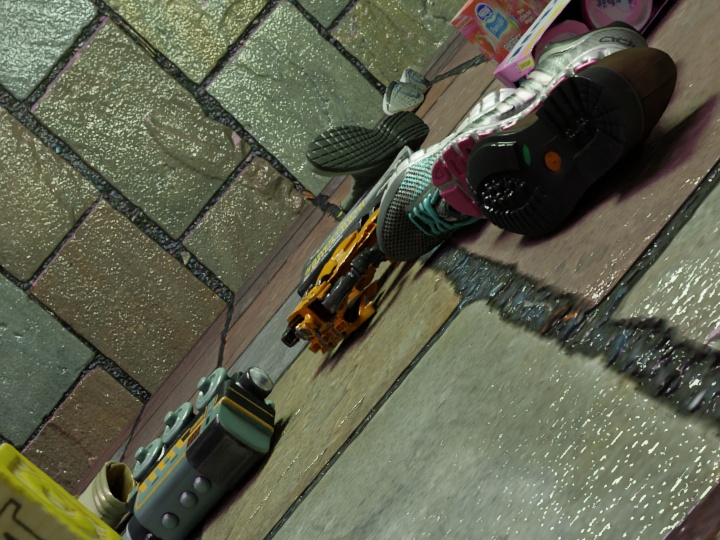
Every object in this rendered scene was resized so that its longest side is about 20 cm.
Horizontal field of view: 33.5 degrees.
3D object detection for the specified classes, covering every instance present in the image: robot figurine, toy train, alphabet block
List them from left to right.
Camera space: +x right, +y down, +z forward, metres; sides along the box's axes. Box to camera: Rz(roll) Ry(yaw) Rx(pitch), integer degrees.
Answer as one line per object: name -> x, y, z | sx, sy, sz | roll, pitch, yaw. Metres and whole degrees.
alphabet block -> -0.407, 0.343, 1.371 | 0.201, 0.196, 0.195 | -50, 9, -8
toy train -> -0.151, 0.178, 1.114 | 0.200, 0.085, 0.114 | -47, 17, 21
robot figurine -> 0.000, 0.000, 1.156 | 0.201, 0.058, 0.145 | -55, 8, -36

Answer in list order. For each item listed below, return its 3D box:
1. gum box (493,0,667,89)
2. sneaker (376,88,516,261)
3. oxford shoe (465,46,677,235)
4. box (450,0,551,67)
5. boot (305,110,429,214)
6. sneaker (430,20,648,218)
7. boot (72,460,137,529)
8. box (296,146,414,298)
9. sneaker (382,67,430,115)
gum box -> 0.199, -0.217, 0.991 | 0.201, 0.066, 0.113 | -51, 6, -4
sneaker -> 0.072, -0.065, 0.998 | 0.200, 0.077, 0.092 | -46, 11, 38
oxford shoe -> 0.133, -0.078, 0.752 | 0.084, 0.073, 0.200 | -34, 1, -27
box -> 0.202, -0.340, 1.497 | 0.103, 0.094, 0.200 | -50, 7, -11
boot -> 0.001, -0.116, 1.496 | 0.198, 0.068, 0.132 | -21, -33, -41
sneaker -> 0.131, -0.108, 0.846 | 0.199, 0.074, 0.088 | -36, 15, 44
boot -> -0.366, 0.326, 1.657 | 0.156, 0.072, 0.200 | -53, 11, 9
box -> 0.008, -0.050, 1.395 | 0.200, 0.048, 0.159 | -49, 8, 9
sneaker -> 0.083, -0.331, 2.359 | 0.088, 0.074, 0.200 | -59, -4, 27
